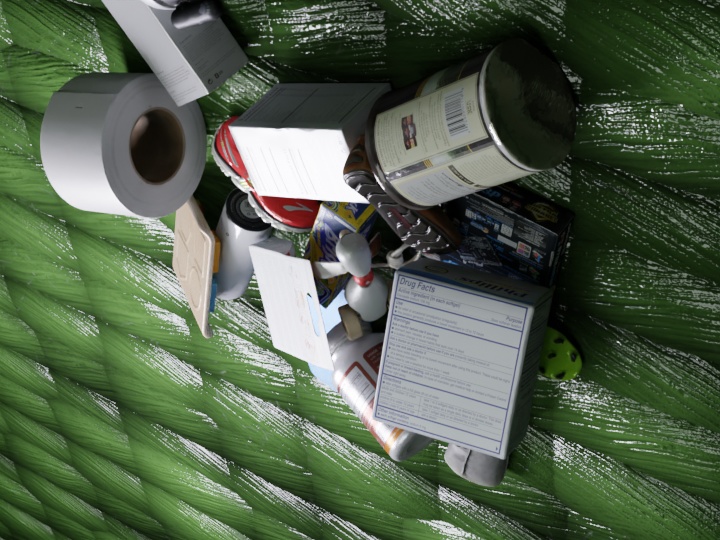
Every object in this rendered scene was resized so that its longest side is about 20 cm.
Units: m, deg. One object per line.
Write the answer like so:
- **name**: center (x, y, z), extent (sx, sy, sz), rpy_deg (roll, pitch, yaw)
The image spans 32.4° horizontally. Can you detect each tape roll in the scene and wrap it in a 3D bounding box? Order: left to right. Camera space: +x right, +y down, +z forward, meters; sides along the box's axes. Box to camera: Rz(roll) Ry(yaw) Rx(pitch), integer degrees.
- **tape roll**: center (-0.335, -0.180, 1.767), extent (0.138, 0.203, 0.204), rpy_deg (8, 133, 37)

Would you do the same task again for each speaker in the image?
- **speaker**: center (-0.187, -0.038, 1.875), extent (0.081, 0.081, 0.201), rpy_deg (37, 144, 7)

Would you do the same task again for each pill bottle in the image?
- **pill bottle**: center (0.031, 0.163, 1.769), extent (0.200, 0.112, 0.113), rpy_deg (49, 148, 22)

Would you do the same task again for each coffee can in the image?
- **coffee can**: center (0.122, -0.161, 1.401), extent (0.199, 0.147, 0.147), rpy_deg (-15, 117, 49)

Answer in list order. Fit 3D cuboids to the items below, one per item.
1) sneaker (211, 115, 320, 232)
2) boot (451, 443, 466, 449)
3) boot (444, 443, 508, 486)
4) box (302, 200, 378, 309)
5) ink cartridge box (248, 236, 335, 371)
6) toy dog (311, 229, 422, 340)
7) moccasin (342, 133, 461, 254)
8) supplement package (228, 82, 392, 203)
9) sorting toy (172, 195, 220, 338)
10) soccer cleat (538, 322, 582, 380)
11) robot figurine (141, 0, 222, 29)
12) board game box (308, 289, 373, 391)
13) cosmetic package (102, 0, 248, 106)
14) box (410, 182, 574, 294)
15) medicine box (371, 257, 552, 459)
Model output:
- **sneaker**: center (-0.127, -0.134, 1.726), extent (0.200, 0.077, 0.085), rpy_deg (42, 138, 3)
- **boot**: center (0.113, 0.128, 1.688), extent (0.211, 0.158, 0.080), rpy_deg (39, 133, 1)
- **boot**: center (0.155, 0.223, 1.843), extent (0.181, 0.073, 0.201), rpy_deg (35, 150, 14)
- **box**: center (-0.034, -0.037, 1.740), extent (0.064, 0.070, 0.201), rpy_deg (34, 144, 9)
- **ink cartridge box**: center (-0.082, 0.043, 1.735), extent (0.199, 0.047, 0.162), rpy_deg (13, 119, 60)
- **toy dog**: center (0.000, 0.000, 1.658), extent (0.201, 0.130, 0.097), rpy_deg (103, 146, -47)
- **moccasin**: center (0.057, -0.090, 1.513), extent (0.201, 0.078, 0.073), rpy_deg (38, 146, -29)
- **supplement package**: center (-0.050, -0.166, 1.587), extent (0.198, 0.114, 0.110), rpy_deg (7, 131, 40)
- **sorting toy**: center (-0.250, -0.027, 1.894), extent (0.186, 0.036, 0.202), rpy_deg (-123, 30, -49)
- **soccer cleat**: center (0.209, 0.077, 1.640), extent (0.199, 0.081, 0.068), rpy_deg (31, 106, -13)
- **robot figurine**: center (-0.198, -0.386, 1.485), extent (0.198, 0.151, 0.125), rpy_deg (-10, 134, 37)
- **board game box**: center (-0.024, 0.100, 1.898), extent (0.157, 0.039, 0.202), rpy_deg (1, 117, 40)
- **cosmetic package**: center (-0.251, -0.326, 1.625), extent (0.201, 0.085, 0.107), rpy_deg (56, 153, -17)
- **box**: center (0.161, -0.046, 1.567), extent (0.199, 0.046, 0.160), rpy_deg (28, 142, 20)
- **medicine box**: center (0.127, 0.106, 1.541), extent (0.180, 0.103, 0.203), rpy_deg (14, 104, 20)
